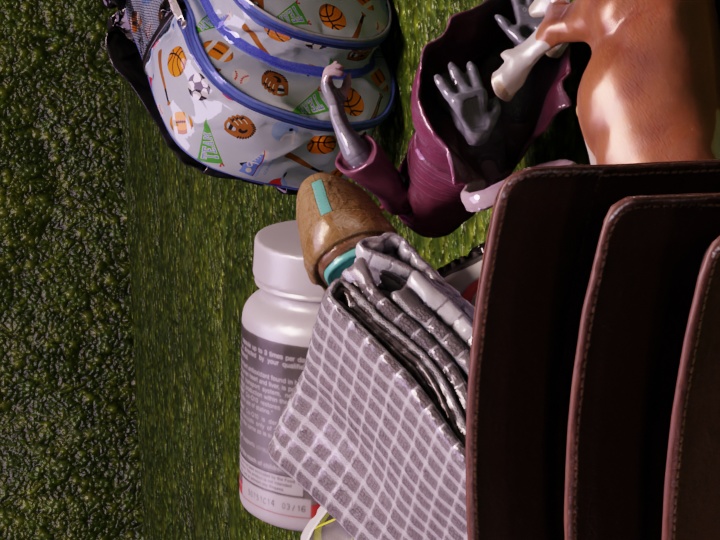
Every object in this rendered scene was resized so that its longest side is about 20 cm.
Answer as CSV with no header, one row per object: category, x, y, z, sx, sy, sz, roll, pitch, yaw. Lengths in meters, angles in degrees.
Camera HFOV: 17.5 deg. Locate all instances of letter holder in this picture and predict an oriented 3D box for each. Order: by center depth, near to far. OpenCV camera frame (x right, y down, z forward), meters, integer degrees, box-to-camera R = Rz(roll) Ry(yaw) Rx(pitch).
letter holder,0.121,0.065,0.909,0.101,0.142,0.200,-125,35,-68

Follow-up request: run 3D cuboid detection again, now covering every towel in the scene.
towel,0.043,0.097,1.219,0.200,0.086,0.166,44,151,20

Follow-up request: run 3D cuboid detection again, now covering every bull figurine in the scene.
bull figurine,0.120,-0.054,1.027,0.121,0.065,0.200,-18,64,43

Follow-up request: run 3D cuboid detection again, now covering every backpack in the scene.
backpack,-0.061,-0.151,1.635,0.154,0.200,0.191,123,142,-47

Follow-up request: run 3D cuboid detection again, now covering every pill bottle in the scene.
pill bottle,-0.028,0.073,1.646,0.114,0.114,0.200,-126,36,-68

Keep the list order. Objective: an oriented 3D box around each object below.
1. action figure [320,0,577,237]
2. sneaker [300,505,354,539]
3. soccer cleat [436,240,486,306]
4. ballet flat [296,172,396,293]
action figure,0.062,-0.065,1.261,0.149,0.134,0.200,65,156,21
sneaker,0.023,0.140,1.358,0.200,0.074,0.085,-62,12,-6
soccer cleat,0.102,0.009,1.198,0.073,0.068,0.200,60,160,-3
ballet flat,0.000,0.000,1.321,0.072,0.068,0.200,65,-177,26
